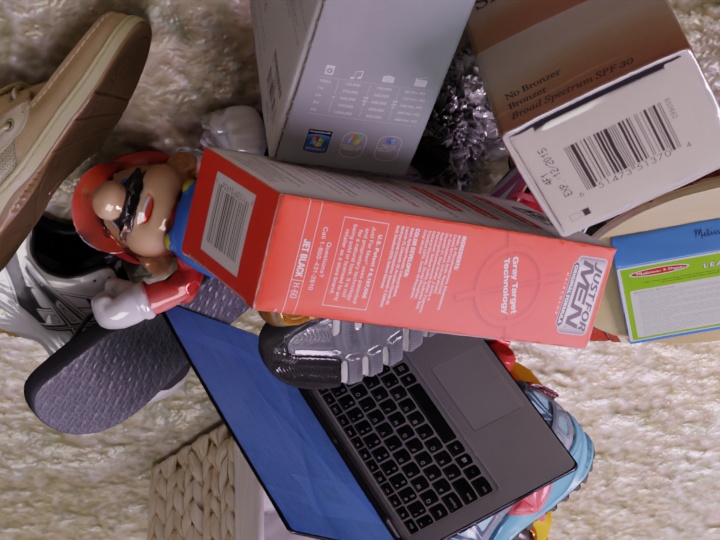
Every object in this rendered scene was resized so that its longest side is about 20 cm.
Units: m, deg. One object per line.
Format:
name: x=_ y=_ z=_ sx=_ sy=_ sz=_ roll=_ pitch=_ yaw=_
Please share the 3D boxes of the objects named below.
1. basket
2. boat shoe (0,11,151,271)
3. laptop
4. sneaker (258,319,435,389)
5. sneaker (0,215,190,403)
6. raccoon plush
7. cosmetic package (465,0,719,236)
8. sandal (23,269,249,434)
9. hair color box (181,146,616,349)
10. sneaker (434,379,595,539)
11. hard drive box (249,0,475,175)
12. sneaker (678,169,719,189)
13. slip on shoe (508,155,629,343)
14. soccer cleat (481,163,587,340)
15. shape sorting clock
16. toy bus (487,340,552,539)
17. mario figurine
basket: x=-0.079 y=0.226 z=1.107 sx=0.123 sy=0.200 sz=0.136 roll=-28 pitch=134 yaw=26
boat shoe: x=-0.198 y=-0.077 z=0.853 sx=0.065 sy=0.072 sz=0.200 roll=40 pitch=106 yaw=5
laptop: x=0.006 y=0.073 z=0.919 sx=0.200 sy=0.187 sz=0.116 roll=-25 pitch=146 yaw=-14
sneaker: x=0.000 y=0.000 z=0.933 sx=0.200 sy=0.115 sz=0.075 roll=-21 pitch=135 yaw=-30
sneaker: x=-0.175 y=0.020 z=0.960 sx=0.088 sy=0.076 sz=0.200 roll=-39 pitch=132 yaw=22
raccoon plush: x=0.016 y=-0.107 z=0.885 sx=0.200 sy=0.134 sz=0.097 roll=24 pitch=152 yaw=10
cosmetic package: x=0.112 y=-0.129 z=0.770 sx=0.103 sy=0.200 sz=0.087 roll=-26 pitch=134 yaw=13
sandal: x=-0.137 y=0.037 z=0.943 sx=0.200 sy=0.043 sz=0.076 roll=-37 pitch=140 yaw=-34
hair color box: x=0.020 y=-0.011 z=0.755 sx=0.200 sy=0.102 sz=0.061 roll=7 pitch=104 yaw=-29
sneaker: x=0.062 y=0.152 z=0.990 sx=0.200 sy=0.079 sz=0.096 roll=-43 pitch=112 yaw=-16
hard drive box: x=0.006 y=-0.175 z=0.734 sx=0.077 sy=0.156 sz=0.200 roll=5 pitch=135 yaw=-17
sneaker: x=0.223 y=-0.033 z=0.979 sx=0.200 sy=0.081 sz=0.075 roll=20 pitch=139 yaw=-25
slip on shoe: x=0.137 y=-0.015 z=0.991 sx=0.061 sy=0.074 sz=0.200 roll=-12 pitch=139 yaw=22
soccer cleat: x=0.117 y=-0.050 z=0.874 sx=0.068 sy=0.200 sz=0.073 roll=34 pitch=167 yaw=4
shape sorting clock: x=0.230 y=-0.005 z=0.917 sx=0.200 sy=0.039 sz=0.200 roll=-4 pitch=154 yaw=-2
toy bus: x=0.077 y=0.116 z=1.084 sx=0.200 sy=0.136 sz=0.192 roll=18 pitch=114 yaw=-29
mario figurine: x=-0.105 y=-0.027 z=0.854 sx=0.200 sy=0.123 sz=0.106 roll=14 pitch=141 yaw=41
